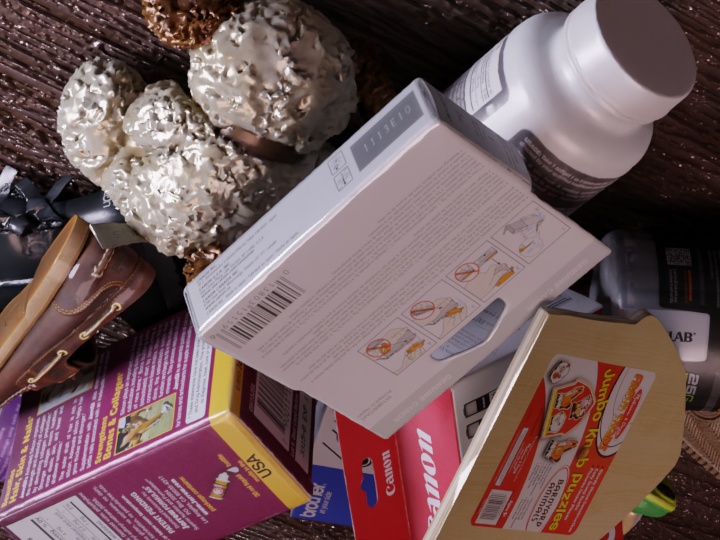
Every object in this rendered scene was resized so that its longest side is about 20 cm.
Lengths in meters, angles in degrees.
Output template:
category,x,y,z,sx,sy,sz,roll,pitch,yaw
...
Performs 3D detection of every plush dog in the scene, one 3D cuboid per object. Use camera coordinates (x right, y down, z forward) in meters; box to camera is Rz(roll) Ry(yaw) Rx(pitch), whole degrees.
category,x,y,z,sx,sy,sz,roll,pitch,yaw
plush dog,-0.073,-0.090,1.269,0.198,0.161,0.173,18,118,-21

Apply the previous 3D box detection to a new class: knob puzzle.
category,x,y,z,sx,sy,sz,roll,pitch,yaw
knob puzzle,0.139,0.110,1.346,0.218,0.030,0.221,-22,129,-29

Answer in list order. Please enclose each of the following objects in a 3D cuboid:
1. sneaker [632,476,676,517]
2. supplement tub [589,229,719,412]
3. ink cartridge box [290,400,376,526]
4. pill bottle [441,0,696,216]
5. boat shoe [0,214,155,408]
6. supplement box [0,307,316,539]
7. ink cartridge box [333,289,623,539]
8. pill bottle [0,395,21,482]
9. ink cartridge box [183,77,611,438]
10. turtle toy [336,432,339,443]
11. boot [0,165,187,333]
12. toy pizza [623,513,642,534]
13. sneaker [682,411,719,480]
category,x,y,z,sx,sy,sz,roll,pitch,yaw
sneaker,0.151,0.164,1.637,0.198,0.074,0.084,11,120,-3
supplement tub,0.262,0.038,1.427,0.198,0.123,0.123,4,144,-2
ink cartridge box,0.006,0.138,1.642,0.093,0.045,0.201,9,144,-7
pill bottle,0.109,-0.089,1.270,0.110,0.112,0.200,24,139,-27
boat shoe,-0.208,0.044,1.390,0.070,0.071,0.200,29,135,-18
supplement box,-0.136,0.118,1.414,0.199,0.132,0.103,-24,127,22
ink cartridge box,0.082,0.130,1.390,0.175,0.084,0.202,-25,122,-27
pill bottle,-0.229,0.113,1.562,0.198,0.112,0.112,17,142,-19
ink cartridge box,0.024,-0.001,1.232,0.200,0.044,0.173,-41,134,20
turtle toy,0.036,0.097,1.476,0.145,0.101,0.202,-11,104,27
boot,-0.198,0.009,1.452,0.161,0.074,0.199,-6,136,8
toy pizza,0.142,0.202,1.735,0.198,0.032,0.201,1,144,1
sneaker,0.302,0.109,1.582,0.200,0.109,0.070,49,133,-8
